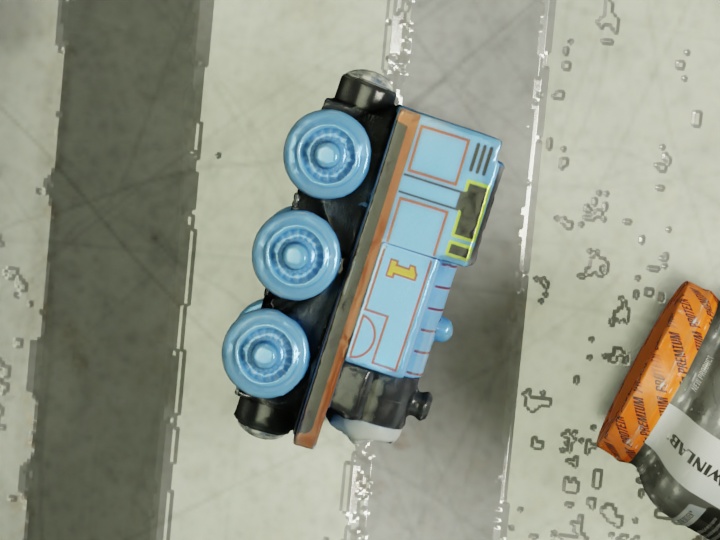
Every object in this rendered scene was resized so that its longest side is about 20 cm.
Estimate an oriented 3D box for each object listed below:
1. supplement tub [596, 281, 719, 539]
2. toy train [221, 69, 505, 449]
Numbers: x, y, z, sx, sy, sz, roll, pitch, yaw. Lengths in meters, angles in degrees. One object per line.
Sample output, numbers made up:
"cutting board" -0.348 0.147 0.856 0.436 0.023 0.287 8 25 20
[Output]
"supplement tub" 0.226 0.095 0.924 0.199 0.123 0.123 29 96 4
"toy train" 0.000 0.000 0.969 0.113 0.087 0.202 17 95 0
